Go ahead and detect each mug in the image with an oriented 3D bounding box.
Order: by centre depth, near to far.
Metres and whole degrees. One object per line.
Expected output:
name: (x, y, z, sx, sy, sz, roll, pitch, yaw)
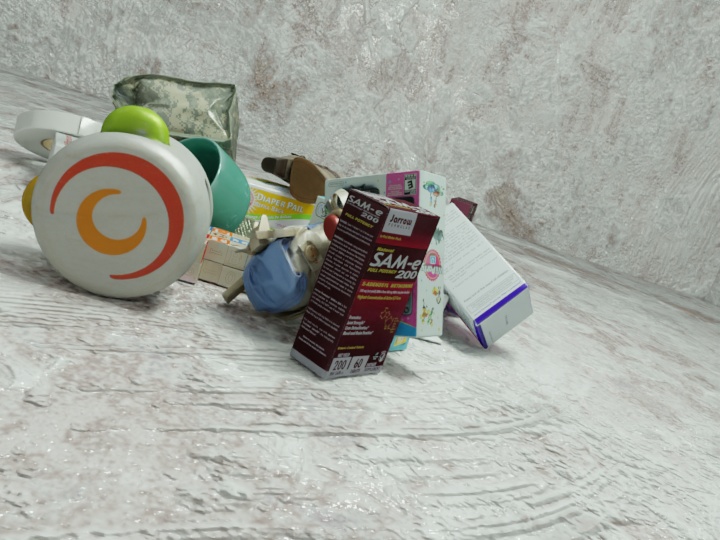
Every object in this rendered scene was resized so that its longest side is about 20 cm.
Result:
mug: (-0.260, -0.116, 1.111, 0.185, 0.152, 0.114, 17, -20, 35)

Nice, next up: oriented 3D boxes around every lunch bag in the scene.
lunch bag: (-0.306, -0.243, 1.179, 0.200, 0.118, 0.164, 6, -12, -7)

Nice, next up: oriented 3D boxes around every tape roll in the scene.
tape roll: (-0.530, -0.238, 1.310, 0.202, 0.037, 0.203, 7, -13, 1)

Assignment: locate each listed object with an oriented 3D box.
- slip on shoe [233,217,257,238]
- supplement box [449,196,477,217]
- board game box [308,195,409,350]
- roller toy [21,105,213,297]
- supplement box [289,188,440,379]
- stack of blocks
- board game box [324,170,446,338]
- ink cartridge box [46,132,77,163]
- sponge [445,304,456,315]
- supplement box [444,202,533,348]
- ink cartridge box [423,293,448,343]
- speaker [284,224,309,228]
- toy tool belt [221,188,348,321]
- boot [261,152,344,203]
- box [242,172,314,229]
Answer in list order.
slip on shoe: (-0.235, -0.073, 1.188, 0.200, 0.074, 0.061, 21, -15, 23)
supplement box: (0.384, -0.216, 2.721, 0.086, 0.111, 0.200, 21, 11, 12)
board game box: (0.000, 0.000, 0.989, 0.200, 0.151, 0.047, 27, 15, 35)
roller toy: (-0.265, -0.069, 0.811, 0.183, 0.200, 0.140, 53, 3, -16)
supplement box: (0.006, 0.017, 0.794, 0.061, 0.200, 0.109, 29, 15, 35)
stack of blocks: (-0.228, -0.027, 0.974, 0.200, 0.059, 0.115, 17, 12, -11)
board game box: (0.028, -0.018, 0.900, 0.147, 0.201, 0.064, -1, -2, 36)
ink cartridge box: (-0.425, -0.159, 1.206, 0.200, 0.086, 0.146, 15, 12, -27)
sponge: (0.096, 0.005, 1.277, 0.200, 0.030, 0.112, 24, -27, 27)
supplement box: (0.171, 0.006, 1.127, 0.200, 0.103, 0.101, 52, -3, 31)
ink cartridge box: (0.061, 0.038, 1.122, 0.116, 0.067, 0.200, 16, 12, -19)
speaker: (-0.037, -0.035, 1.104, 0.200, 0.081, 0.081, 0, -3, 38)
toy tool belt: (-0.085, -0.010, 0.849, 0.123, 0.200, 0.125, -14, 74, -34)
boot: (-0.077, -0.163, 1.272, 0.200, 0.070, 0.146, 32, 17, 33)
box: (-0.164, -0.101, 1.293, 0.200, 0.113, 0.101, 14, 13, -18)
